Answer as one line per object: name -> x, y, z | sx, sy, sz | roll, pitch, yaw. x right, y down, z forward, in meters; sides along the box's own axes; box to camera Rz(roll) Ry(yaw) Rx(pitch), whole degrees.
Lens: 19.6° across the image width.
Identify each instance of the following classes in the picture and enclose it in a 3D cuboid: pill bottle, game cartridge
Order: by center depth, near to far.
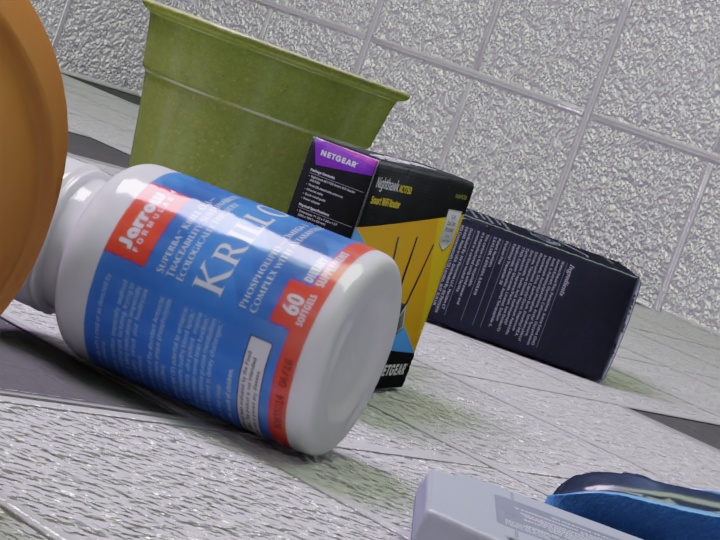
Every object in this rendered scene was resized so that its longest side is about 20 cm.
game cartridge -> 0.116, 0.143, 0.908 | 0.200, 0.041, 0.133 | 20, 2, 2
pill bottle -> -0.089, 0.010, 1.083 | 0.200, 0.113, 0.112 | 21, 5, 17

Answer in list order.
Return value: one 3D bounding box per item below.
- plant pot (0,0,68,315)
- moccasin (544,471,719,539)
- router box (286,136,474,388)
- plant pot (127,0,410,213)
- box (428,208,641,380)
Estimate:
plant pot -> -0.200, -0.025, 0.706 | 0.200, 0.200, 0.140 | 18, 21, -16
moccasin -> 0.189, 0.133, 1.005 | 0.200, 0.081, 0.068 | 22, 16, 8
router box -> 0.000, 0.000, 1.315 | 0.051, 0.150, 0.200 | 21, 6, 18
plant pot -> -0.090, -0.070, 1.473 | 0.200, 0.190, 0.200 | 20, 6, -2
box -> 0.147, 0.015, 1.950 | 0.200, 0.105, 0.148 | 20, 5, -2
